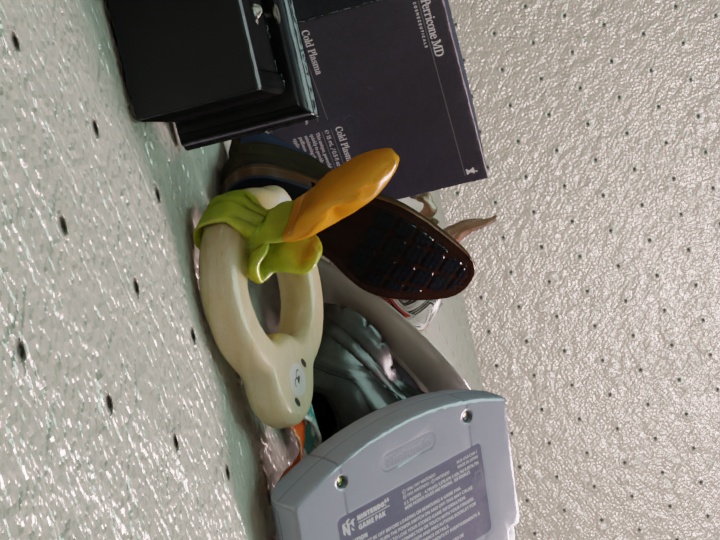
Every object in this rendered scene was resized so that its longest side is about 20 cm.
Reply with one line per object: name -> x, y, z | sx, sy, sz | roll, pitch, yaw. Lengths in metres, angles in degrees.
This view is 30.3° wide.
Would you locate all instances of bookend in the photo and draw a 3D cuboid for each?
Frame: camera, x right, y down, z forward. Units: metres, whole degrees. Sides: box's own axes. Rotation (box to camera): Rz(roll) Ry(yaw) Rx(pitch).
bookend -> -0.103, -0.174, 0.733 | 0.200, 0.091, 0.202 | -33, 110, -81

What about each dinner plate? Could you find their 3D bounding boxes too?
dinner plate -> 0.010, 0.057, 1.049 | 0.199, 0.024, 0.200 | 39, -14, 12

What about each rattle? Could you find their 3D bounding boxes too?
rattle -> -0.017, 0.038, 0.841 | 0.130, 0.141, 0.203 | -21, 97, -81

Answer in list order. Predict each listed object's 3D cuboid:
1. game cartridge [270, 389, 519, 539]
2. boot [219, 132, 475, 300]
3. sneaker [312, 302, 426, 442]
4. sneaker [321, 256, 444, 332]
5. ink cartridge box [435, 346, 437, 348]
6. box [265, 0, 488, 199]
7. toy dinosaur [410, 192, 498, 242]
game cartridge -> 0.027, 0.159, 0.887 | 0.198, 0.041, 0.135 | -21, 113, -39
boot -> -0.010, -0.046, 0.958 | 0.075, 0.198, 0.097 | -58, -155, 25
sneaker -> 0.013, 0.118, 0.982 | 0.200, 0.076, 0.091 | 43, 62, -13
sneaker -> 0.000, 0.000, 1.105 | 0.077, 0.083, 0.199 | 25, 0, -32
ink cartridge box -> 0.052, 0.166, 1.285 | 0.105, 0.059, 0.201 | -65, 151, -31
box -> -0.009, -0.153, 1.043 | 0.201, 0.179, 0.105 | 70, 11, -46
toy dinosaur -> 0.043, 0.008, 1.294 | 0.086, 0.198, 0.137 | 38, -29, 51
